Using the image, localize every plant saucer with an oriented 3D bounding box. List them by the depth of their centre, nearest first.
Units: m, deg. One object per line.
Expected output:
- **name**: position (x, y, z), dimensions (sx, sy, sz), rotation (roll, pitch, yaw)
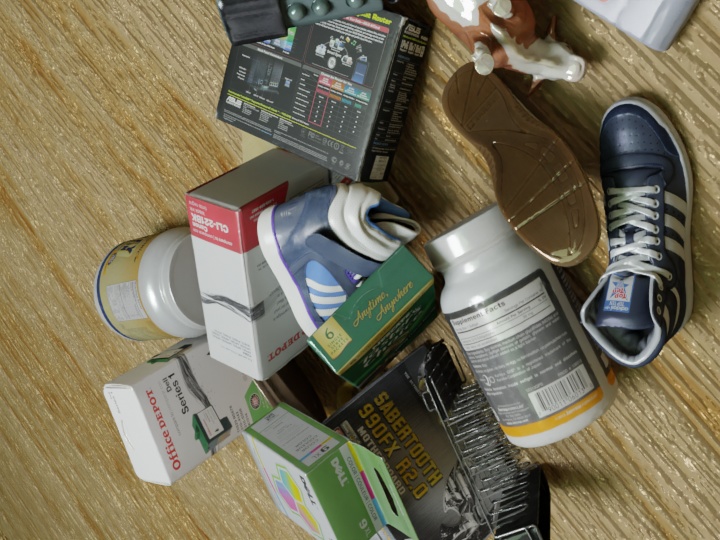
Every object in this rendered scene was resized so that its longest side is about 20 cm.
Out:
- **plant saucer**: position (-0.099, 0.131, 0.954), dimensions (0.202, 0.029, 0.200), rotation (55, -179, -2)

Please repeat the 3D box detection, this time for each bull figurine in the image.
- **bull figurine**: position (0.092, -0.208, 0.590), dimensions (0.200, 0.121, 0.065), rotation (46, 114, 2)

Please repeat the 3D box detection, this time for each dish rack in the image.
- **dish rack**: position (0.123, 0.162, 0.749), dimensions (0.054, 0.153, 0.204), rotation (-25, 90, 15)

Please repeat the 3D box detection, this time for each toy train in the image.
- **toy train**: position (-0.044, -0.264, 0.663), dimensions (0.086, 0.194, 0.117), rotation (79, -178, -64)

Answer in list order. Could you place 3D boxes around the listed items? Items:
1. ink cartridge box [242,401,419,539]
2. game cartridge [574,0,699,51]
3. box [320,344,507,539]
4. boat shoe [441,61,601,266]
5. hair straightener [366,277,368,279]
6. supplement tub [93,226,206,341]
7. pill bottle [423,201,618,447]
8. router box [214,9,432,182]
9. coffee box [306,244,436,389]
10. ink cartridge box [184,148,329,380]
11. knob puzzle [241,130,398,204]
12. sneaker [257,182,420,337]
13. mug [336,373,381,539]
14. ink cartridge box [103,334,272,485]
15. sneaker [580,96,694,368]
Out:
- **ink cartridge box**: position (-0.036, 0.211, 0.751), dimensions (0.198, 0.059, 0.106), rotation (10, 127, 56)
- **game cartridge**: position (0.175, -0.271, 0.556), dimensions (0.199, 0.041, 0.135), rotation (41, 130, 20)
- **box**: position (0.063, 0.209, 0.821), dimensions (0.202, 0.157, 0.048), rotation (55, 153, 5)
- **boat shoe**: position (0.140, -0.087, 0.632), dimensions (0.072, 0.071, 0.202), rotation (-44, 58, 21)
- **hair straightener**: position (0.014, 0.014, 0.836), dimensions (0.075, 0.041, 0.204), rotation (15, 128, 19)
- **supplement tub**: position (-0.260, 0.020, 1.042), dimensions (0.197, 0.143, 0.148), rotation (-8, 106, 45)
- **pill bottle**: position (0.142, 0.045, 0.695), dimensions (0.115, 0.115, 0.204), rotation (-26, 92, 47)
- **router box**: position (-0.042, -0.192, 0.749), dimensions (0.197, 0.062, 0.153), rotation (27, 109, 28)
- **coffee box**: position (0.019, 0.054, 0.739), dimensions (0.044, 0.123, 0.200), rotation (45, 174, 14)
- **ink cartridge box**: position (-0.101, -0.008, 0.833), dimensions (0.082, 0.144, 0.205), rotation (17, 124, 32)
- **knob puzzle**: position (-0.061, -0.116, 0.860), dimensions (0.216, 0.030, 0.225), rotation (21, 127, 30)
- **sneaker**: position (0.000, 0.000, 0.757), dimensions (0.143, 0.082, 0.202), rotation (-11, 133, 21)
- **mug**: position (0.023, 0.239, 0.921), dimensions (0.147, 0.190, 0.153), rotation (27, 149, -15)
- **ink cartridge box**: position (-0.232, 0.178, 1.057), dimensions (0.083, 0.198, 0.150), rotation (-7, 108, 44)
- **sneaker**: position (0.212, -0.025, 0.595), dimensions (0.069, 0.108, 0.205), rotation (0, 111, 42)
